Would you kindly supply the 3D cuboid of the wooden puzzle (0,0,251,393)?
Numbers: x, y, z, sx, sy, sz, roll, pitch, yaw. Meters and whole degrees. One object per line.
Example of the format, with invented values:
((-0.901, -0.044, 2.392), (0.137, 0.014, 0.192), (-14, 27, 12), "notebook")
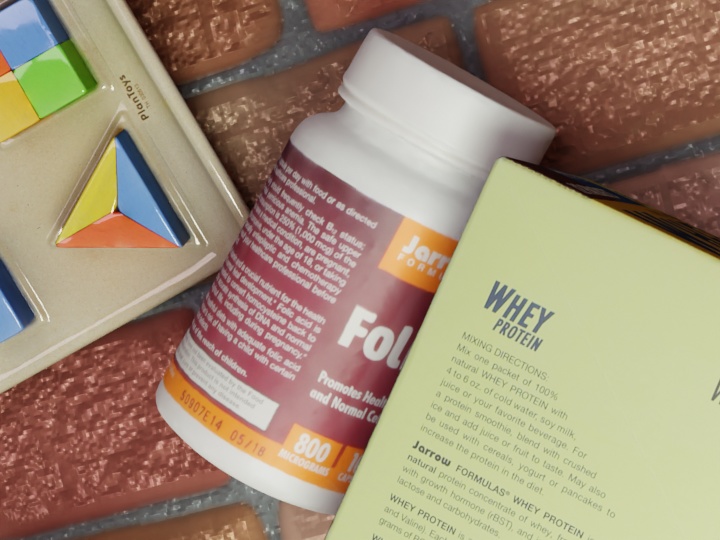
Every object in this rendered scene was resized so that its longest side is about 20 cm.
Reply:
((-0.176, -0.043, 1.028), (0.200, 0.046, 0.185), (-28, 99, 14), "wooden puzzle")

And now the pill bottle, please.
((0.000, 0.000, 0.960), (0.114, 0.114, 0.200), (32, 100, 19), "pill bottle")

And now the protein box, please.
((0.122, 0.085, 0.898), (0.198, 0.135, 0.200), (27, 99, 21), "protein box")
